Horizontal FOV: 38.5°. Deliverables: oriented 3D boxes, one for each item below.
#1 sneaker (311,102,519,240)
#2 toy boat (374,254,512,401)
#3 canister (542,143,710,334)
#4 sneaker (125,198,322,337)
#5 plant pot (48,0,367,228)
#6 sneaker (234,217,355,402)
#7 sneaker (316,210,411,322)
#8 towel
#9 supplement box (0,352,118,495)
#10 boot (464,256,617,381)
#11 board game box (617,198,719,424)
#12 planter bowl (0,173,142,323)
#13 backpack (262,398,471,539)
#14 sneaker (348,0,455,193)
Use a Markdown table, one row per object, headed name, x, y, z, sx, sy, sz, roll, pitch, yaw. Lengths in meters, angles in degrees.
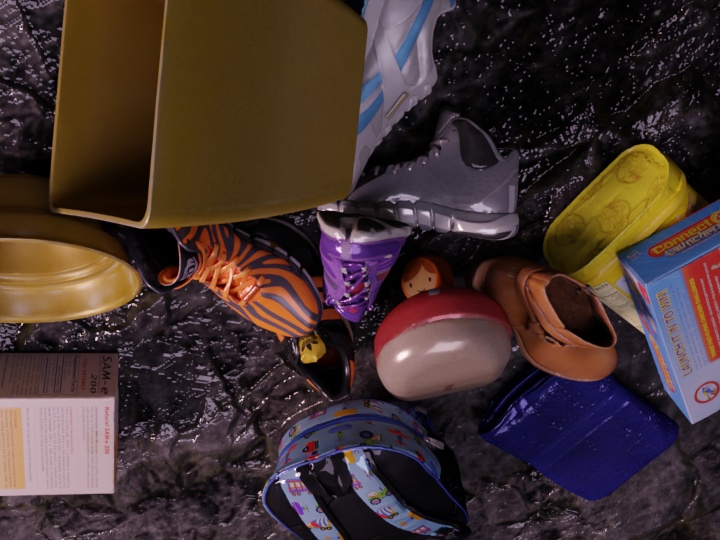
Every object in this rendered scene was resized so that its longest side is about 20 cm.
| name | x | y | z | sx | sy | sz | roll | pitch | yaw |
| --- | --- | --- | --- | --- | --- | --- | --- | --- | --- |
| sneaker | 0.048 | -0.095 | 0.926 | 0.199 | 0.075 | 0.116 | 8 | 94 | 3 |
| toy boat | 0.072 | 0.047 | 0.988 | 0.130 | 0.131 | 0.200 | -12 | 167 | 1 |
| canister | 0.298 | -0.010 | 1.015 | 0.200 | 0.087 | 0.149 | 33 | 110 | -30 |
| sneaker | -0.125 | 0.004 | 0.880 | 0.200 | 0.112 | 0.078 | 36 | 111 | -4 |
| plant pot | -0.106 | -0.131 | 0.762 | 0.176 | 0.200 | 0.201 | 3 | 94 | -34 |
| sneaker | -0.054 | 0.040 | 0.971 | 0.070 | 0.090 | 0.201 | -25 | 125 | 6 |
| sneaker | 0.000 | 0.000 | 0.895 | 0.080 | 0.200 | 0.084 | 8 | 80 | 3 |
| towel | 0.243 | 0.171 | 1.152 | 0.200 | 0.050 | 0.148 | 34 | 114 | -27 |
| supplement box | -0.336 | 0.148 | 0.995 | 0.199 | 0.074 | 0.127 | 2 | 123 | -13 |
| boot | 0.202 | 0.057 | 0.981 | 0.200 | 0.155 | 0.074 | 32 | 82 | -20 |
| board game box | 0.363 | 0.022 | 0.969 | 0.195 | 0.056 | 0.200 | -28 | 126 | 1 |
| planter bowl | -0.284 | -0.025 | 0.861 | 0.199 | 0.084 | 0.201 | -4 | 160 | -1 |
| backpack | -0.004 | 0.201 | 1.036 | 0.182 | 0.135 | 0.200 | -21 | 137 | 16 |
| sneaker | 0.017 | -0.150 | 0.853 | 0.080 | 0.077 | 0.201 | 12 | 111 | -16 |
